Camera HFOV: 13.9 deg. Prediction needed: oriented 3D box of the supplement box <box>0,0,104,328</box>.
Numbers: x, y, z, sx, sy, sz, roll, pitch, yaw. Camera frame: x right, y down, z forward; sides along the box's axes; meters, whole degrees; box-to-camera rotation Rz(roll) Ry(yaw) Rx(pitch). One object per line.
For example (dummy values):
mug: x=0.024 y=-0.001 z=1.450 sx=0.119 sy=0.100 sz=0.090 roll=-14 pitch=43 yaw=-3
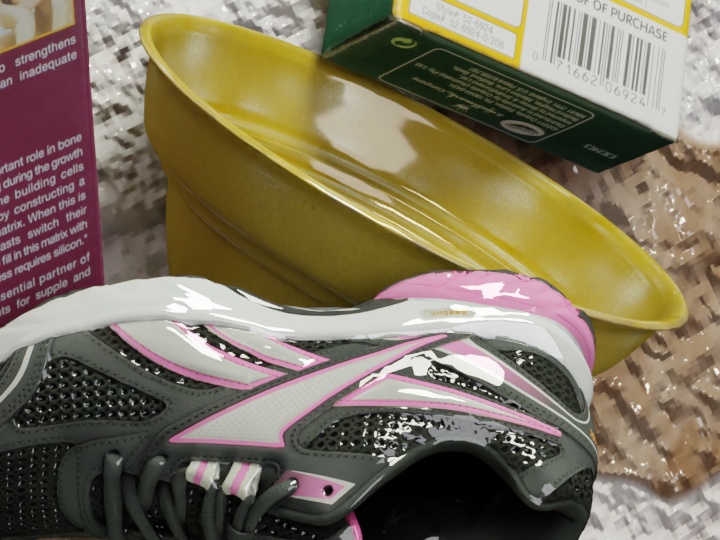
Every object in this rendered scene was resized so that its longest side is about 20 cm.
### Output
supplement box: x=-0.143 y=-0.045 z=0.842 sx=0.110 sy=0.086 sz=0.201 roll=-26 pitch=129 yaw=-34

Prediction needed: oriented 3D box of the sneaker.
sneaker: x=-0.026 y=0.053 z=0.833 sx=0.199 sy=0.080 sz=0.086 roll=-10 pitch=44 yaw=-1

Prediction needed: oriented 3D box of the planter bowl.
planter bowl: x=0.000 y=0.000 z=0.958 sx=0.200 sy=0.200 sz=0.084 roll=21 pitch=106 yaw=-28

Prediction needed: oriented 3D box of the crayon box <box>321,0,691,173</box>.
crayon box: x=0.063 y=-0.151 z=1.067 sx=0.125 sy=0.052 sz=0.201 roll=21 pitch=66 yaw=-29
